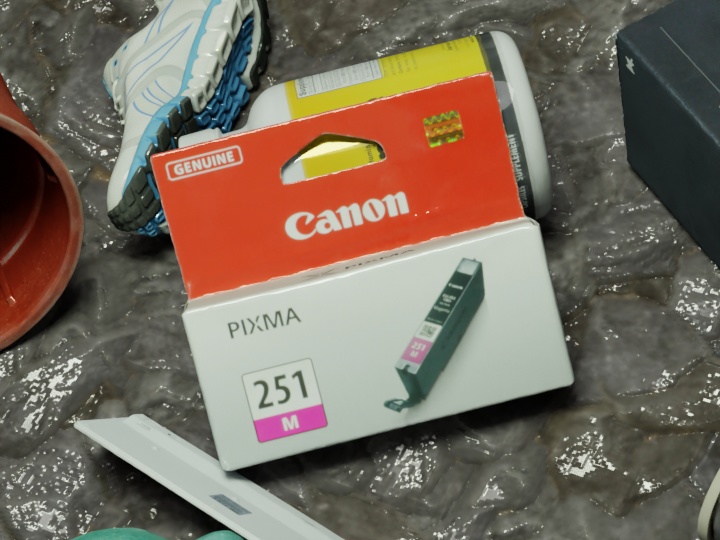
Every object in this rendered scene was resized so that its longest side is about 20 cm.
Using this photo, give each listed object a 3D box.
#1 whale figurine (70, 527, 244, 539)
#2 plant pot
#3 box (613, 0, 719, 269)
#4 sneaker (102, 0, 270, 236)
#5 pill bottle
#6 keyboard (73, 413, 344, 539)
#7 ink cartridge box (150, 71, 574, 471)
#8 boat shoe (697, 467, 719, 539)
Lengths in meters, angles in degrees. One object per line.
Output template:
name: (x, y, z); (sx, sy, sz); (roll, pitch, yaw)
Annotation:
whale figurine: (-0.087, 0.193, 1.156); (0.200, 0.104, 0.159); (7, 55, 16)
plant pot: (-0.280, -0.073, 1.351); (0.201, 0.201, 0.195); (-20, 44, -4)
box: (0.277, -0.080, 1.274); (0.197, 0.124, 0.200); (-27, 54, -11)
sneaker: (-0.123, -0.098, 1.410); (0.087, 0.075, 0.200); (3, 46, 22)
pill bottle: (0.003, -0.062, 1.323); (0.200, 0.112, 0.112); (-14, 52, 1)
keyboard: (-0.066, 0.126, 1.239); (0.200, 0.011, 0.056); (29, 19, 28)
ink cartridge box: (0.000, 0.000, 1.254); (0.200, 0.174, 0.044); (-14, 10, 1)
boat shoe: (0.259, 0.085, 1.189); (0.200, 0.073, 0.063); (-35, 52, -21)
